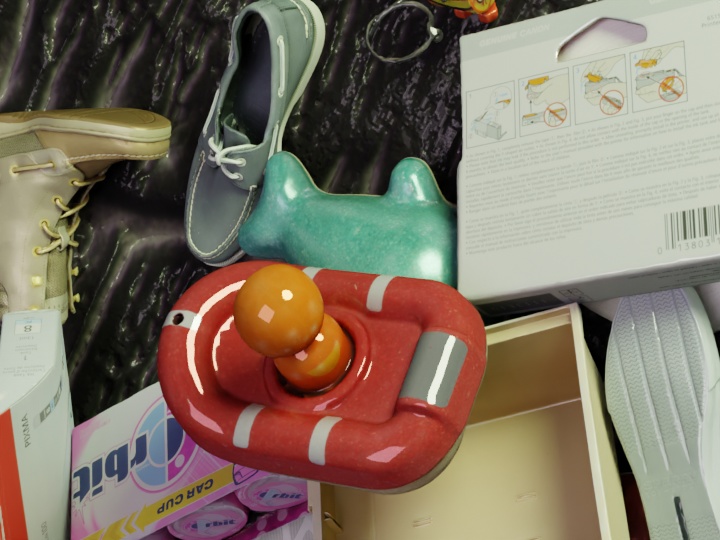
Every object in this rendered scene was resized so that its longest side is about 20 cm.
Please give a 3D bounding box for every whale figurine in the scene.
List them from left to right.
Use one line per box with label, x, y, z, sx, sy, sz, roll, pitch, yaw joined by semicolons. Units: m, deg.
whale figurine;0.000;0.000;1.081;0.199;0.104;0.160;32;111;18

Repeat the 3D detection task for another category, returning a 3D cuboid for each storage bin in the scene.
storage bin;0.058;0.150;0.983;0.196;0.094;0.202;-16;53;16

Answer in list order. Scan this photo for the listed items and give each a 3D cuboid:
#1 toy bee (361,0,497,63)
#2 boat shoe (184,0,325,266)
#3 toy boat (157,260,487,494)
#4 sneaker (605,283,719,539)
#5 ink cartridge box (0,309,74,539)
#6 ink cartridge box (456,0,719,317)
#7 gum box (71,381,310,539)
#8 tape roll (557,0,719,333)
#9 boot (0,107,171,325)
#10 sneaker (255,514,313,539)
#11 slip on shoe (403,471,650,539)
toy bee;0.061;-0.209;1.038;0.131;0.109;0.200;39;88;27
boat shoe;-0.086;-0.095;1.141;0.072;0.062;0.202;29;109;22
toy boat;-0.033;0.043;0.956;0.198;0.131;0.132;6;60;30
sneaker;0.196;0.102;0.992;0.072;0.070;0.203;-9;87;34
ink cartridge box;-0.225;0.147;1.154;0.047;0.201;0.162;-4;121;-7
ink cartridge box;0.152;-0.073;0.988;0.198;0.043;0.176;-10;67;29
gum box;-0.111;0.133;1.153;0.199;0.066;0.115;-29;49;28
tape roll;0.189;-0.062;1.012;0.201;0.037;0.206;3;97;28
boot;-0.217;-0.038;1.212;0.198;0.073;0.158;0;96;30
sneaker;-0.062;0.244;1.141;0.075;0.115;0.203;-2;95;28
slip on shoe;0.118;0.167;1.046;0.197;0.061;0.075;-10;67;15
